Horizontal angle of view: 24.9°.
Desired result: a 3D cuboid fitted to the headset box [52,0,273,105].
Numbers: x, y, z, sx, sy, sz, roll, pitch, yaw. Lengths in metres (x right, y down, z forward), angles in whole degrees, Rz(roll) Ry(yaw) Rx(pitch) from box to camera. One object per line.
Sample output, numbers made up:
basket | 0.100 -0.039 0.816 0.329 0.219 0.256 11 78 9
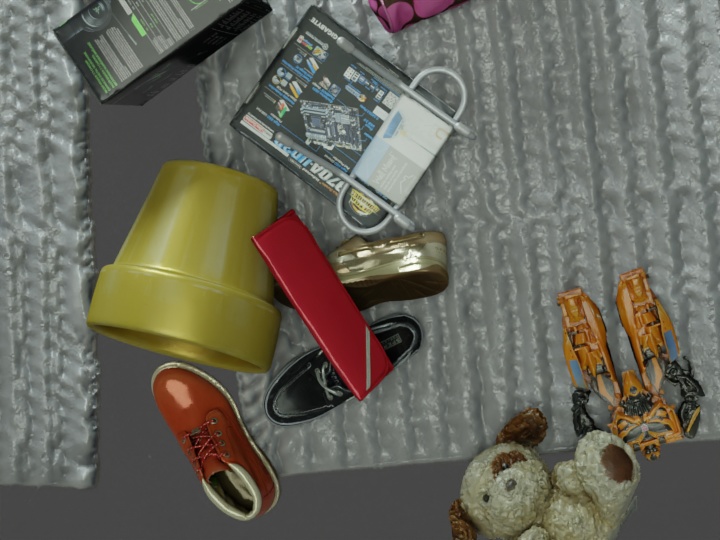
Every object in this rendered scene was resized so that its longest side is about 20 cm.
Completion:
headset box | -0.207 -0.257 1.705 0.199 0.174 0.093 -35 91 9

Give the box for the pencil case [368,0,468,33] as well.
pencil case | 0.098 -0.320 1.706 0.198 0.094 0.092 -23 92 8

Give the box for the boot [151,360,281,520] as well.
boot | -0.162 0.184 1.768 0.075 0.107 0.201 -39 88 9

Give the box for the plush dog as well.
plush dog | 0.187 0.249 1.735 0.171 0.161 0.201 31 80 20

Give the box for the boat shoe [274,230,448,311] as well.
boat shoe | 0.000 0.000 1.761 0.197 0.071 0.065 -7 59 15

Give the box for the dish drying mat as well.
dish drying mat | -0.036 0.035 1.690 0.018 0.077 0.201 -27 98 42

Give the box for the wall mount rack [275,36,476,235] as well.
wall mount rack | 0.018 -0.140 1.691 0.173 0.075 0.201 34 96 1

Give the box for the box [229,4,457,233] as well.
box | -0.017 -0.163 1.754 0.199 0.046 0.160 36 97 2

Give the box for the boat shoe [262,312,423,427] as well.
boat shoe | -0.022 0.111 1.765 0.198 0.068 0.072 -27 91 7

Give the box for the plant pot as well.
plant pot | -0.170 -0.008 1.718 0.198 0.201 0.191 13 81 5

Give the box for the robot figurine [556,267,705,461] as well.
robot figurine | 0.283 0.108 1.736 0.143 0.058 0.202 -18 92 8
